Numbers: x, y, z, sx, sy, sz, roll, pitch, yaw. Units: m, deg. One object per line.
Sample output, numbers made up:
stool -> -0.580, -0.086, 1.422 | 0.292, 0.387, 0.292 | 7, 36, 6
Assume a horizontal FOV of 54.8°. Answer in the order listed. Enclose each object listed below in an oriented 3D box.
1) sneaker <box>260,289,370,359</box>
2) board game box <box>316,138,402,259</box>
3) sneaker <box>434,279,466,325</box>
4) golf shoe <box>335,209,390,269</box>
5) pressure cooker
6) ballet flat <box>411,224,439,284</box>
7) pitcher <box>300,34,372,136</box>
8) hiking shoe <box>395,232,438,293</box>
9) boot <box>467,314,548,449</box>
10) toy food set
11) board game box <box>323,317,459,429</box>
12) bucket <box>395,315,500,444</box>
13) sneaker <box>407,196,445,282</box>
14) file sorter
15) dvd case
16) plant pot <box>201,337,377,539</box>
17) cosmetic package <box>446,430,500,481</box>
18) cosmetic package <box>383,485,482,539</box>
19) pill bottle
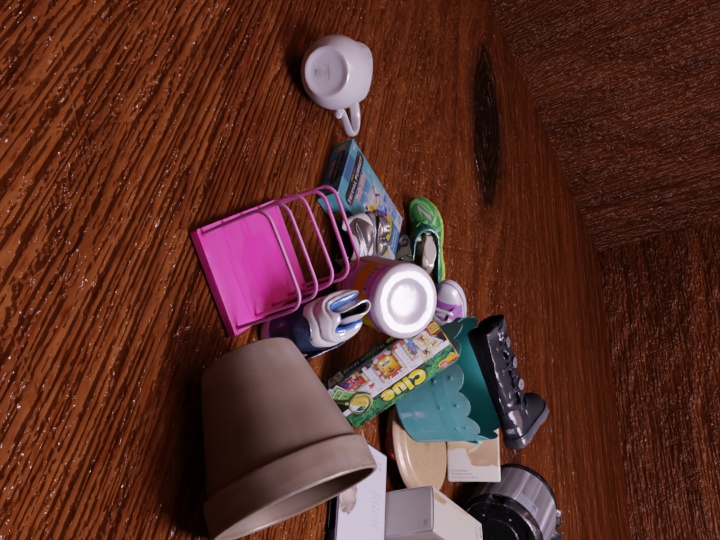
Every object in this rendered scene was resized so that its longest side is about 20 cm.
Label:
sneaker -> -0.034, 0.072, 0.982 | 0.199, 0.144, 0.083 | -7, 82, -62
board game box -> 0.005, -0.109, 1.257 | 0.201, 0.046, 0.153 | 55, 33, -35
sneaker -> 0.148, 0.126, 1.319 | 0.114, 0.071, 0.205 | -41, 141, -53
golf shoe -> 0.000, 0.000, 1.181 | 0.078, 0.092, 0.206 | -143, -130, -68
pressure cooker -> 0.299, 0.485, 1.370 | 0.199, 0.175, 0.181 | -25, 101, -60
ballet flat -> 0.127, 0.009, 1.373 | 0.070, 0.065, 0.206 | 146, -56, -85
pitcher -> -0.033, -0.326, 1.242 | 0.200, 0.118, 0.177 | -47, 134, -71
hiking shoe -> 0.105, 0.023, 1.312 | 0.075, 0.099, 0.206 | 11, 68, -52
boot -> 0.251, 0.172, 1.179 | 0.164, 0.064, 0.204 | -33, 102, -64
toy food set -> 0.098, 0.305, 1.223 | 0.201, 0.048, 0.201 | 54, 33, -34
board game box -> 0.047, 0.153, 1.056 | 0.105, 0.198, 0.024 | 51, 6, -37
bucket -> 0.149, 0.192, 1.178 | 0.206, 0.132, 0.212 | 37, 46, -50
sneaker -> 0.135, -0.061, 1.453 | 0.083, 0.072, 0.206 | 15, 63, -63
file sorter -> -0.101, -0.024, 0.928 | 0.200, 0.123, 0.142 | -35, 106, -61
dvd case -> -0.003, 0.354, 1.037 | 0.143, 0.017, 0.204 | 45, 40, -46
plant pot -> -0.100, 0.182, 0.787 | 0.199, 0.198, 0.177 | 16, 45, -58
cosmetic package -> 0.214, 0.294, 1.330 | 0.071, 0.102, 0.206 | 40, 47, -77
cosmetic package -> 0.119, 0.427, 1.142 | 0.200, 0.103, 0.072 | 49, 35, -43
pill bottle -> 0.028, 0.033, 1.045 | 0.102, 0.199, 0.107 | -2, 97, -21
